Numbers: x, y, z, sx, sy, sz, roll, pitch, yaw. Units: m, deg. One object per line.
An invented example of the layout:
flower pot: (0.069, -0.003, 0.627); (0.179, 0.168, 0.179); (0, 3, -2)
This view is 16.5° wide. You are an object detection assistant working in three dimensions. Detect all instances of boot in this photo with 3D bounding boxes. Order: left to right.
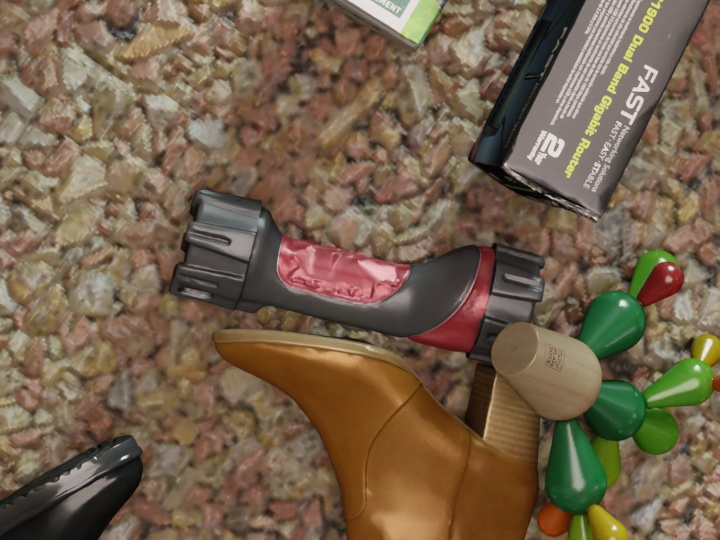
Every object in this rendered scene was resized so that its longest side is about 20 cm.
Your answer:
boot: (-0.145, 0.213, 1.377); (0.164, 0.066, 0.201); (-31, 93, 6)
boot: (0.004, 0.113, 1.382); (0.200, 0.071, 0.145); (12, 90, -12)

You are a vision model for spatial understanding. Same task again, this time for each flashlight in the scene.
flashlight: (0.000, 0.000, 1.378); (0.199, 0.068, 0.068); (15, 66, -6)

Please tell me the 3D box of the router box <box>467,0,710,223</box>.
router box: (0.134, -0.130, 1.338); (0.062, 0.150, 0.201); (26, 91, -6)

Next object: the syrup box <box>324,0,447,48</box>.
syrup box: (0.045, -0.226, 1.357); (0.079, 0.081, 0.201); (31, 92, -8)

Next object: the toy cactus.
toy cactus: (0.134, 0.076, 1.361); (0.165, 0.102, 0.201); (31, 79, -47)
